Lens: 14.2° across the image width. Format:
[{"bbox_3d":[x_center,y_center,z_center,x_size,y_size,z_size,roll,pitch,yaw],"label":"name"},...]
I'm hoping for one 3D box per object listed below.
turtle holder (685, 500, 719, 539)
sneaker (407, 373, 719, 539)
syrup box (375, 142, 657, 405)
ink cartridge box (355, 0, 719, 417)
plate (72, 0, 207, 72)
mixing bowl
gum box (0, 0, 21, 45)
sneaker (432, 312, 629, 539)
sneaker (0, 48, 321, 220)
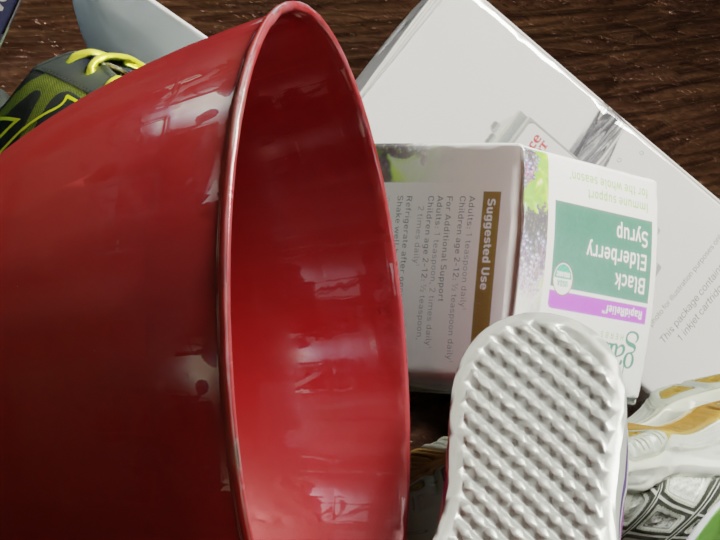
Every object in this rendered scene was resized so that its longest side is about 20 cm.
[{"bbox_3d":[0.146,0.137,0.877,0.141,0.132,0.186,34,44,-4],"label":"turtle holder"},{"bbox_3d":[0.095,0.095,1.049,0.199,0.088,0.076,-8,11,-29],"label":"sneaker"},{"bbox_3d":[0.000,0.000,1.010,0.199,0.082,0.079,0,-6,41],"label":"syrup box"},{"bbox_3d":[0.076,-0.015,1.186,0.200,0.083,0.147,40,-10,-3],"label":"ink cartridge box"},{"bbox_3d":[-0.037,-0.034,1.176,0.200,0.032,0.200,37,-10,9],"label":"plate"},{"bbox_3d":[-0.059,0.029,0.830,0.108,0.201,0.200,-5,8,14],"label":"mixing bowl"},{"bbox_3d":[-0.151,-0.101,1.064,0.044,0.171,0.200,24,16,-12],"label":"gum box"},{"bbox_3d":[0.043,0.122,0.864,0.072,0.115,0.201,13,46,8],"label":"sneaker"},{"bbox_3d":[-0.085,-0.040,0.977,0.074,0.085,0.199,16,-18,-38],"label":"sneaker"}]
